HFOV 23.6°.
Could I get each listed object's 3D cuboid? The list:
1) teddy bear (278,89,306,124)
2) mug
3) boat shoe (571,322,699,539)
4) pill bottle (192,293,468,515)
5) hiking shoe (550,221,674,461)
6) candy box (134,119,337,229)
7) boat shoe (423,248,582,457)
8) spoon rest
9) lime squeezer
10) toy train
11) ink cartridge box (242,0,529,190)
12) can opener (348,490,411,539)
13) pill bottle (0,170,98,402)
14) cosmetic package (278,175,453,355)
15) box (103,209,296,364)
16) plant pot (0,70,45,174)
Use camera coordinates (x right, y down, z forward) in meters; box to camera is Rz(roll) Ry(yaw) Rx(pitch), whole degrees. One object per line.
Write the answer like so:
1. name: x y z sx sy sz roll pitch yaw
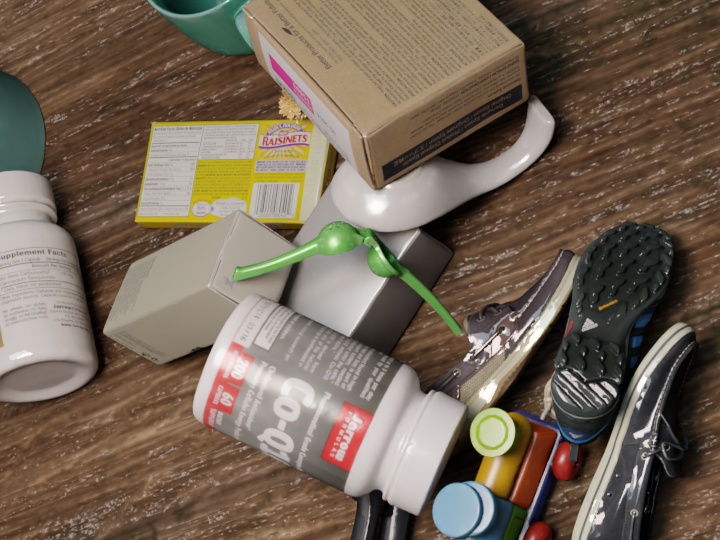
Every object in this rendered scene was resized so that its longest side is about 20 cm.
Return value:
1. teddy bear: 0.017 -0.183 1.545 0.199 0.067 0.146 18 73 30
2. mug: -0.117 -0.265 1.611 0.151 0.114 0.187 -6 68 28
3. boat shoe: 0.228 0.139 1.350 0.062 0.075 0.202 21 90 24
4. pill bottle: -0.022 0.109 1.375 0.199 0.114 0.115 25 87 8
5. hiking shoe: 0.194 0.048 1.383 0.074 0.087 0.201 21 57 13
6. candy box: -0.117 -0.090 1.617 0.198 0.026 0.103 2 72 27
7. boat shoe: 0.111 0.060 1.426 0.065 0.072 0.201 36 99 8
8. spoon rest: 0.071 -0.085 1.468 0.198 0.061 0.100 -20 48 -11
9. lime squeezer: 0.000 0.000 1.418 0.198 0.038 0.071 14 95 -11
10. toy train: 0.124 0.131 1.377 0.084 0.116 0.202 19 84 29
11. ink cartridge box: 0.021 -0.185 1.463 0.164 0.075 0.200 -31 54 -13
12. can opener: 0.015 0.216 1.450 0.063 0.079 0.202 7 79 -11
13. pill bottle: -0.321 0.014 1.640 0.114 0.114 0.202 -23 66 19
14. cosmetic package: -0.022 0.032 1.501 0.107 0.090 0.201 36 90 30
15. box: -0.144 0.018 1.515 0.199 0.068 0.083 -20 44 53
16. plant pot: -0.442 -0.134 1.719 0.199 0.161 0.202 -8 71 24
